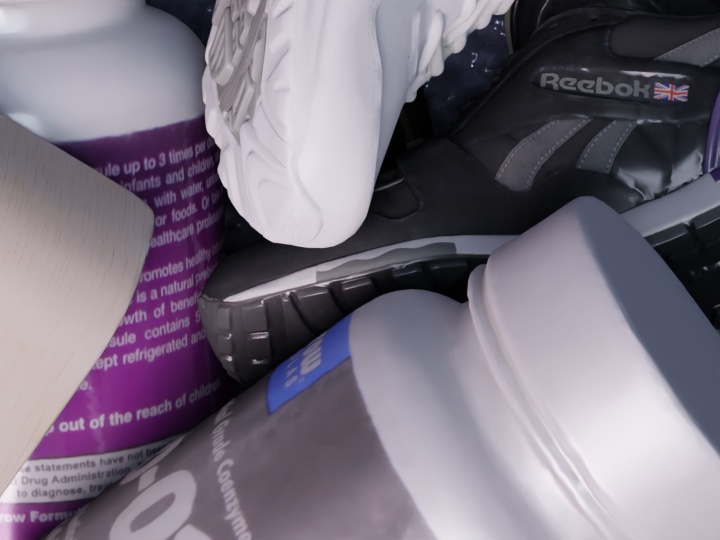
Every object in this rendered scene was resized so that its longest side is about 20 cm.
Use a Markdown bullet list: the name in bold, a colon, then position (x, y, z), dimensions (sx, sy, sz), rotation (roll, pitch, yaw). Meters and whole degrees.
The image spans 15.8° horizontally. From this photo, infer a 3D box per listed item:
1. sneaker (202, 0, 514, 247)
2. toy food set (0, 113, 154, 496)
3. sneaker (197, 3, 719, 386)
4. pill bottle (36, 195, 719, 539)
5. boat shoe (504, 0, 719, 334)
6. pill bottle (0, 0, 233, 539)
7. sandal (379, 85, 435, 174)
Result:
- **sneaker**: position (0.019, -0.089, 0.682), dimensions (0.099, 0.200, 0.078), rotation (19, 149, -13)
- **toy food set**: position (-0.166, 0.031, 0.659), dimensions (0.143, 0.060, 0.200), rotation (32, 104, -19)
- **sneaker**: position (0.051, -0.023, 0.700), dimensions (0.199, 0.088, 0.076), rotation (-14, 146, -3)
- **pill bottle**: position (0.002, 0.076, 0.635), dimensions (0.200, 0.114, 0.114), rotation (-36, 102, 15)
- **boat shoe**: position (0.112, -0.010, 0.756), dimensions (0.074, 0.063, 0.202), rotation (-32, 101, 11)
- **pill bottle**: position (-0.093, -0.012, 0.729), dimensions (0.112, 0.112, 0.201), rotation (-1, 105, 1)
- **sandal**: position (0.000, 0.000, 0.752), dimensions (0.054, 0.082, 0.200), rotation (-16, 104, 25)
